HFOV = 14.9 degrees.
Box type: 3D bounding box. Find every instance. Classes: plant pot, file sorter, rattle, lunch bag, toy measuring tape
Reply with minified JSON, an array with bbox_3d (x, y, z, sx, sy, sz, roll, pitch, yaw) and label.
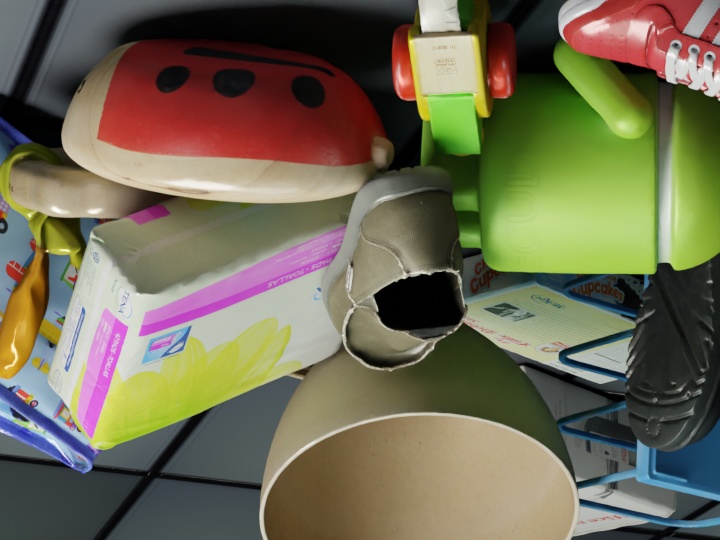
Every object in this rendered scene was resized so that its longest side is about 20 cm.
[{"bbox_3d":[0.035,0.104,1.756,0.199,0.135,0.201,-1,137,-1],"label":"plant pot"},{"bbox_3d":[0.207,0.059,1.791,0.138,0.201,0.123,15,160,-31],"label":"file sorter"},{"bbox_3d":[-0.115,-0.014,1.653,0.199,0.144,0.130,-2,174,-33],"label":"rattle"},{"bbox_3d":[-0.200,0.021,1.716,0.200,0.151,0.094,34,157,-24],"label":"lunch bag"},{"bbox_3d":[0.047,-0.142,1.482,0.073,0.074,0.200,0,138,9],"label":"toy measuring tape"}]

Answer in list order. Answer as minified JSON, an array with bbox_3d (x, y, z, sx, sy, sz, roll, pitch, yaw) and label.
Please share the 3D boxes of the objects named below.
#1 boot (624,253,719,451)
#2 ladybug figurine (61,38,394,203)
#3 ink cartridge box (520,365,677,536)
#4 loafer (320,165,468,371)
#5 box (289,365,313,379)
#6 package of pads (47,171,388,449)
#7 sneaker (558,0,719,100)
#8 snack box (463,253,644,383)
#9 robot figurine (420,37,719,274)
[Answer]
[{"bbox_3d":[0.255,0.030,1.707,0.168,0.201,0.076,19,161,-32],"label":"boot"},{"bbox_3d":[-0.074,-0.087,1.556,0.199,0.072,0.136,8,-159,17],"label":"ladybug figurine"},{"bbox_3d":[0.142,0.150,2.228,0.145,0.085,0.200,-15,152,41],"label":"ink cartridge box"},{"bbox_3d":[0.021,0.015,1.572,0.075,0.070,0.200,-10,155,-7],"label":"loafer"},{"bbox_3d":[-0.077,0.045,1.910,0.163,0.021,0.200,15,-175,-12],"label":"box"},{"bbox_3d":[-0.080,0.014,1.626,0.199,0.068,0.155,-22,150,-33],"label":"package of pads"},{"bbox_3d":[0.204,-0.100,1.467,0.199,0.113,0.071,0,160,8],"label":"sneaker"},{"bbox_3d":[0.149,0.031,1.959,0.200,0.037,0.116,20,154,-41],"label":"snack box"},{"bbox_3d":[0.136,-0.056,1.595,0.199,0.116,0.176,0,149,7],"label":"robot figurine"}]
